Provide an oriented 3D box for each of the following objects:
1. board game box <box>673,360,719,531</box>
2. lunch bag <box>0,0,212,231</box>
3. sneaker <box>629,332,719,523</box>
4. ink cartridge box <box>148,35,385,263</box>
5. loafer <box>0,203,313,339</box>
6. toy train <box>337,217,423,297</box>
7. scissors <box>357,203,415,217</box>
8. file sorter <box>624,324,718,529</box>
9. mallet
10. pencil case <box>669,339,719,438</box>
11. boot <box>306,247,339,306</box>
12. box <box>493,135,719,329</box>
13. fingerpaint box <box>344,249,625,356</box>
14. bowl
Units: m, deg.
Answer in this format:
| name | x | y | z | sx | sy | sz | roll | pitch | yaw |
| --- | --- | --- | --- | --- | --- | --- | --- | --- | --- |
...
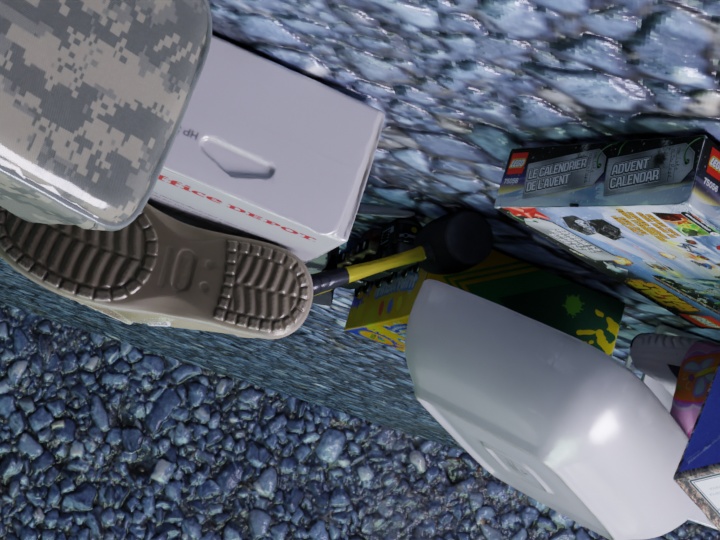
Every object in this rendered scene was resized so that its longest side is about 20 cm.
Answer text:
| name | x | y | z | sx | sy | sz | roll | pitch | yaw |
| --- | --- | --- | --- | --- | --- | --- | --- | --- | --- |
| board game box | 0.299 | 0.128 | 0.659 | 0.200 | 0.097 | 0.159 | 47 | 141 | -14 |
| lunch bag | -0.195 | -0.116 | 0.569 | 0.167 | 0.141 | 0.199 | 7 | 164 | 44 |
| sneaker | 0.271 | 0.130 | 0.914 | 0.198 | 0.131 | 0.079 | 23 | 173 | -26 |
| ink cartridge box | -0.084 | -0.067 | 0.765 | 0.145 | 0.085 | 0.200 | 22 | 168 | -12 |
| loafer | -0.128 | 0.000 | 0.747 | 0.198 | 0.076 | 0.068 | 20 | 163 | -3 |
| toy train | 0.011 | -0.012 | 0.989 | 0.034 | 0.046 | 0.200 | 13 | 169 | -14 |
| scissors | -0.063 | -0.055 | 0.905 | 0.197 | 0.014 | 0.073 | -3 | -152 | -14 |
| file sorter | 0.311 | 0.148 | 1.028 | 0.198 | 0.140 | 0.125 | 18 | 172 | 3 |
| mallet | 0.000 | 0.000 | 0.831 | 0.198 | 0.042 | 0.066 | -16 | 179 | -29 |
| pencil case | 0.299 | 0.094 | 0.783 | 0.198 | 0.088 | 0.087 | 4 | 162 | 39 |
| boot | -0.117 | -0.045 | 0.966 | 0.197 | 0.066 | 0.166 | 11 | 149 | 11 |
| box | 0.190 | -0.014 | 0.688 | 0.199 | 0.040 | 0.136 | 27 | 166 | -35 |
| fingerpaint box | 0.095 | 0.040 | 1.024 | 0.165 | 0.074 | 0.200 | 21 | 169 | -14 |
| bowl | 0.124 | 0.104 | 0.837 | 0.199 | 0.075 | 0.200 | 23 | 162 | 44 |
